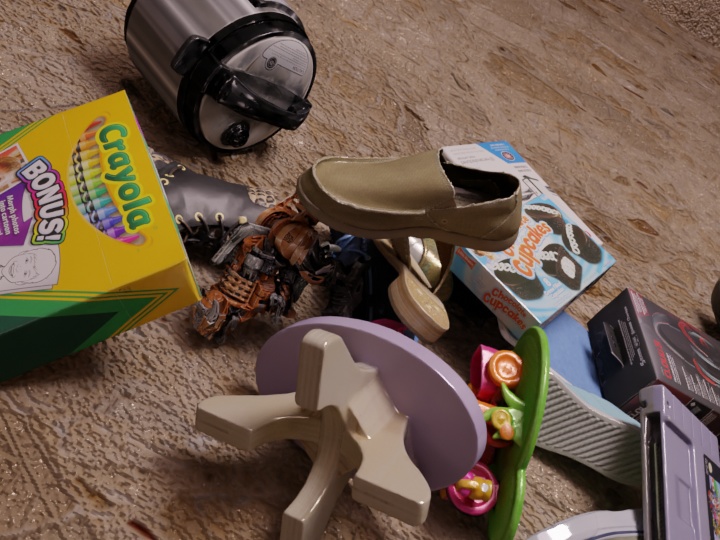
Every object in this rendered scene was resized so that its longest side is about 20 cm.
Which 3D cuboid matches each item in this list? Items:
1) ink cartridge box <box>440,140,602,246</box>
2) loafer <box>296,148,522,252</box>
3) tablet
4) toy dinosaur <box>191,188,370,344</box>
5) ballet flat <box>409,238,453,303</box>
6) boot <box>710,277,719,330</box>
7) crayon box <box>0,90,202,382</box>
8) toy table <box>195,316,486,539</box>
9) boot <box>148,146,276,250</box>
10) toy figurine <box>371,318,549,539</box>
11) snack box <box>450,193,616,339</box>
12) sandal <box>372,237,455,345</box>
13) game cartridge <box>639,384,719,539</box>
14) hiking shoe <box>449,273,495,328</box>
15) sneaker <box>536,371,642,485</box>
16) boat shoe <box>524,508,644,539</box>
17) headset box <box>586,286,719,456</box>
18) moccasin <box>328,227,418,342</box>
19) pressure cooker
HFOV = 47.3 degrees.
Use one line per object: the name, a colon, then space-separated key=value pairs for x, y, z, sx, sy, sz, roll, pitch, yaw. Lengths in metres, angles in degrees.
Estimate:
ink cartridge box: x=0.187 y=-0.065 z=1.042 sx=0.145 sy=0.085 sz=0.200 roll=-13 pitch=55 yaw=-44
loafer: x=0.046 y=-0.068 z=0.685 sx=0.198 sy=0.068 sz=0.077 roll=6 pitch=43 yaw=-15
tablet: x=0.210 y=0.074 z=0.900 sx=0.199 sy=0.014 sz=0.131 roll=37 pitch=34 yaw=-28
toy dinosaur: x=-0.058 y=-0.011 z=0.728 sx=0.136 sy=0.199 sz=0.103 roll=46 pitch=13 yaw=-48
ballet flat: x=0.037 y=-0.044 z=0.898 sx=0.070 sy=0.071 sz=0.201 roll=5 pitch=46 yaw=-32
boot: x=0.510 y=0.074 z=1.074 sx=0.072 sy=0.183 sz=0.201 roll=-2 pitch=41 yaw=16
crayon box: x=-0.234 y=-0.033 z=0.637 sx=0.171 sy=0.059 sz=0.201 roll=-23 pitch=55 yaw=-8
toy table: x=-0.018 y=0.118 z=0.609 sx=0.198 sy=0.186 sz=0.117 roll=5 pitch=16 yaw=28
boot: x=-0.156 y=-0.036 z=0.761 sx=0.149 sy=0.074 sz=0.201 roll=15 pitch=32 yaw=-17
toy figurine: x=0.050 y=0.123 z=0.713 sx=0.182 sy=0.151 sz=0.202 roll=14 pitch=62 yaw=-2
snack box: x=0.185 y=-0.009 z=0.879 sx=0.116 sy=0.037 sz=0.199 roll=46 pitch=40 yaw=15
sandal: x=0.062 y=-0.012 z=0.730 sx=0.078 sy=0.070 sz=0.212 roll=42 pitch=15 yaw=-19
game cartridge: x=0.299 y=0.222 z=0.747 sx=0.129 sy=0.038 sz=0.202 roll=34 pitch=50 yaw=-30
hiking shoe: x=0.094 y=-0.025 z=0.932 sx=0.200 sy=0.076 sz=0.100 roll=46 pitch=34 yaw=17
sneaker: x=0.206 y=0.148 z=0.834 sx=0.199 sy=0.074 sz=0.082 roll=34 pitch=6 yaw=9
boat shoe: x=0.206 y=0.246 z=0.701 sx=0.198 sy=0.072 sz=0.062 roll=3 pitch=50 yaw=-36
headset box: x=0.351 y=0.121 z=0.934 sx=0.199 sy=0.075 sz=0.149 roll=28 pitch=35 yaw=-18
moccasin: x=0.000 y=0.000 z=0.830 sx=0.068 sy=0.081 sz=0.201 roll=2 pitch=44 yaw=-29
pressure cooker: x=-0.146 y=-0.231 z=0.918 sx=0.175 sy=0.179 sz=0.200 roll=-28 pitch=64 yaw=-25
